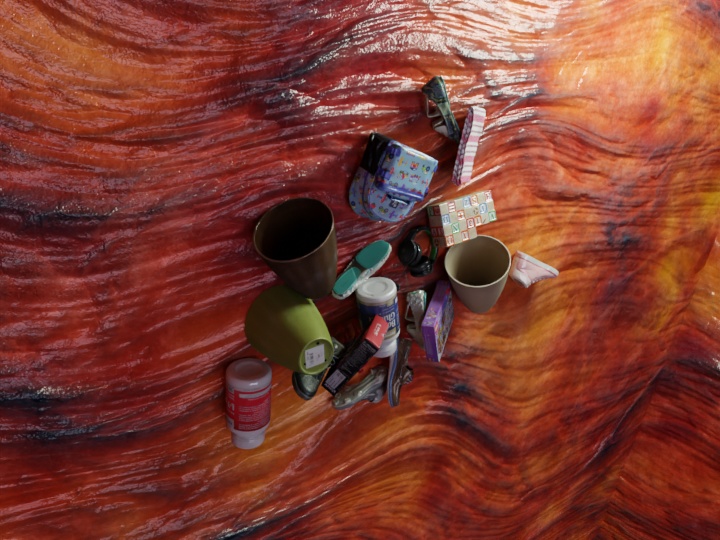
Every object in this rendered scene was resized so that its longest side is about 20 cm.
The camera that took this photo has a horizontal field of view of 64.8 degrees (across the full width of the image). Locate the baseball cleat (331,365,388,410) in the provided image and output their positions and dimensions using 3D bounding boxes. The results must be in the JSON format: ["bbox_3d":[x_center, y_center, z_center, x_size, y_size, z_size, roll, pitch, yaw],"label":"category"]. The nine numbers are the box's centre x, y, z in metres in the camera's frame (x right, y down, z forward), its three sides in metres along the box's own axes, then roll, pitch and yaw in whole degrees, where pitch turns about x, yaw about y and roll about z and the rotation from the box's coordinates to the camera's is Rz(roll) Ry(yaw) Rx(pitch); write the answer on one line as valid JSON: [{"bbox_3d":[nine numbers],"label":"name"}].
[{"bbox_3d":[0.010,0.362,1.641,0.198,0.070,0.108,-29,125,-21],"label":"baseball cleat"}]

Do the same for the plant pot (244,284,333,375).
[{"bbox_3d":[-0.151,0.159,1.344,0.185,0.199,0.190,-16,120,-29],"label":"plant pot"}]

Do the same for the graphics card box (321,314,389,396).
[{"bbox_3d":[-0.013,0.216,1.450,0.051,0.126,0.201,38,117,-4],"label":"graphics card box"}]

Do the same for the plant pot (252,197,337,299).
[{"bbox_3d":[-0.127,-0.030,1.308,0.186,0.187,0.201,-38,142,-15],"label":"plant pot"}]

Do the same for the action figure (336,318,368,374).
[{"bbox_3d":[-0.017,0.219,1.569,0.065,0.052,0.202,-27,129,-16],"label":"action figure"}]

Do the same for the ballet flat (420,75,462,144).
[{"bbox_3d":[0.203,-0.396,1.439,0.074,0.074,0.201,-41,130,-12],"label":"ballet flat"}]

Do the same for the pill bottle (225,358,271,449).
[{"bbox_3d":[-0.275,0.328,1.391,0.111,0.112,0.203,-9,116,-32],"label":"pill bottle"}]

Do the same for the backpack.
[{"bbox_3d":[0.073,-0.208,1.381,0.181,0.134,0.202,16,104,-38],"label":"backpack"}]

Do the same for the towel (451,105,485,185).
[{"bbox_3d":[0.292,-0.329,1.504,0.146,0.030,0.203,-29,134,-63],"label":"towel"}]

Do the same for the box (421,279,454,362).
[{"bbox_3d":[0.227,0.144,1.642,0.201,0.038,0.138,-61,147,-46],"label":"box"}]

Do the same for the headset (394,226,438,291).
[{"bbox_3d":[0.139,-0.030,1.567,0.124,0.093,0.201,47,66,-36],"label":"headset"}]

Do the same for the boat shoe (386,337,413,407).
[{"bbox_3d":[0.117,0.297,1.642,0.072,0.071,0.204,-14,107,-79],"label":"boat shoe"}]

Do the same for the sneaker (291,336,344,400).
[{"bbox_3d":[-0.104,0.232,1.413,0.076,0.200,0.114,40,116,-5],"label":"sneaker"}]

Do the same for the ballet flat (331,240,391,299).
[{"bbox_3d":[0.000,0.000,1.479,0.200,0.072,0.072,-42,129,-10],"label":"ballet flat"}]

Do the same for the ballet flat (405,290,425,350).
[{"bbox_3d":[0.164,0.145,1.654,0.071,0.072,0.203,-21,120,-26],"label":"ballet flat"}]

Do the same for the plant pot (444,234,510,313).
[{"bbox_3d":[0.350,0.033,1.678,0.186,0.187,0.201,-37,142,-16],"label":"plant pot"}]

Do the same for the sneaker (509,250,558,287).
[{"bbox_3d":[0.565,0.014,1.875,0.198,0.075,0.106,20,94,-32],"label":"sneaker"}]

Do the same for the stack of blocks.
[{"bbox_3d":[0.287,-0.146,1.585,0.198,0.058,0.117,-19,101,-30],"label":"stack of blocks"}]

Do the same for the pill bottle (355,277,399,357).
[{"bbox_3d":[0.050,0.130,1.534,0.110,0.111,0.203,-23,123,-25],"label":"pill bottle"}]
